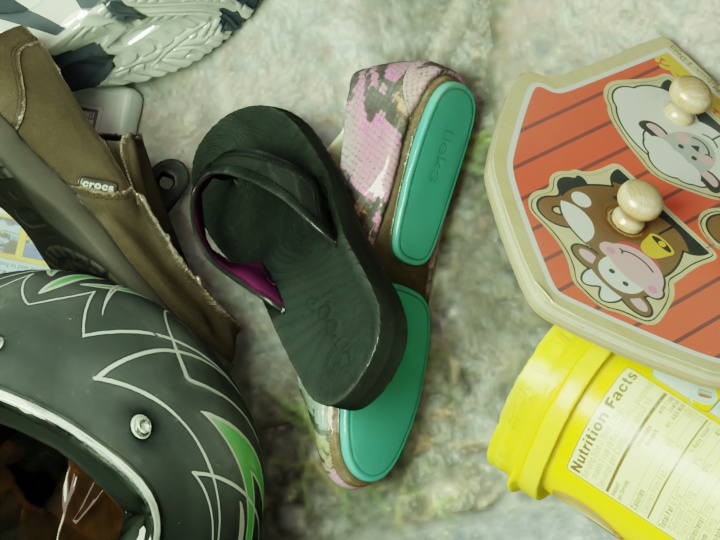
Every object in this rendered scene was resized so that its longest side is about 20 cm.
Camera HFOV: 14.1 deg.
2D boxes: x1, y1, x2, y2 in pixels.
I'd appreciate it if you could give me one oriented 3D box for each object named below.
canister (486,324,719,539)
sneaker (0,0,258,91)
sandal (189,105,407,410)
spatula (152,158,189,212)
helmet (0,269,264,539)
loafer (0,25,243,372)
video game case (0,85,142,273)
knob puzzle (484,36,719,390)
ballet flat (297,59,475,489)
[{"bbox_3d":[0.175,0.083,1.225,0.200,0.149,0.087,33,129,17],"label":"canister"},{"bbox_3d":[-0.151,-0.143,1.385,0.199,0.080,0.130,-30,63,1],"label":"sneaker"},{"bbox_3d":[-0.038,-0.017,1.304,0.075,0.048,0.200,-59,37,19],"label":"sandal"},{"bbox_3d":[-0.148,0.024,1.364,0.056,0.021,0.200,37,76,9],"label":"spatula"},{"bbox_3d":[-0.133,0.096,1.250,0.200,0.200,0.191,15,89,18],"label":"helmet"},{"bbox_3d":[-0.113,-0.032,1.316,0.071,0.200,0.073,-49,27,-20],"label":"loafer"},{"bbox_3d":[-0.217,-0.015,1.421,0.200,0.023,0.182,11,86,17],"label":"video game case"},{"bbox_3d":[0.138,-0.023,1.228,0.220,0.220,0.030,44,131,17],"label":"knob puzzle"},{"bbox_3d":[0.000,0.000,1.335,0.071,0.069,0.200,6,80,36],"label":"ballet flat"}]
